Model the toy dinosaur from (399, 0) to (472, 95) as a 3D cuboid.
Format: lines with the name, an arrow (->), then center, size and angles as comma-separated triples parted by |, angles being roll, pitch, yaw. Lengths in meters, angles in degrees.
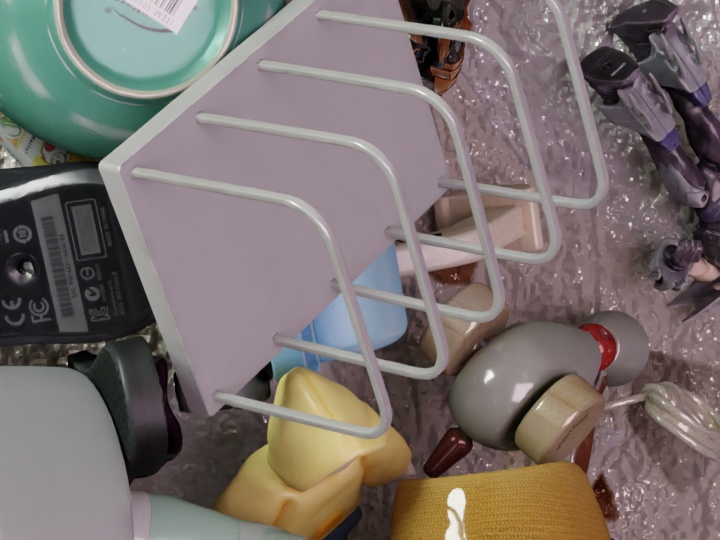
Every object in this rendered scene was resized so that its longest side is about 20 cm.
toy dinosaur -> 0.014, -0.128, 1.397 | 0.200, 0.102, 0.136 | -79, 164, -47

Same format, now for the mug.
mug -> -0.127, -0.123, 1.262 | 0.185, 0.114, 0.152 | -16, 101, -14

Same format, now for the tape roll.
tape roll -> -0.167, 0.144, 1.251 | 0.066, 0.200, 0.201 | 0, 94, -24

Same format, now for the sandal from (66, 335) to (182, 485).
sandal -> -0.106, 0.070, 1.279 | 0.048, 0.200, 0.075 | -10, 88, -15

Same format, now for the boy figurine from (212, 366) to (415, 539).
boy figurine -> -0.021, 0.115, 1.346 | 0.124, 0.200, 0.064 | -24, 62, -26

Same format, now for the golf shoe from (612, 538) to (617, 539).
golf shoe -> 0.071, 0.207, 1.472 | 0.200, 0.073, 0.092 | -18, 127, -24

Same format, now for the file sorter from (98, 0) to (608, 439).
file sorter -> 0.007, -0.037, 1.221 | 0.200, 0.124, 0.139 | -44, 130, -37

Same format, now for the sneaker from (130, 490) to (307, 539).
sneaker -> -0.088, 0.195, 1.314 | 0.118, 0.074, 0.201 | 13, 132, -13

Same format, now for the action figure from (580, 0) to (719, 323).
action figure -> 0.197, -0.053, 1.512 | 0.130, 0.069, 0.200 | -47, 117, -23

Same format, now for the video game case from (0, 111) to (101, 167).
video game case -> -0.142, -0.166, 1.342 | 0.200, 0.023, 0.182 | -49, 114, -17

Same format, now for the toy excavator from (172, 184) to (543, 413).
toy excavator -> 0.000, 0.000, 1.380 | 0.200, 0.194, 0.100 | -8, 98, 0

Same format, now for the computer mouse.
computer mouse -> -0.178, -0.012, 1.287 | 0.200, 0.053, 0.139 | -3, 109, 5

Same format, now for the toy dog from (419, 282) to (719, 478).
toy dog -> 0.092, 0.071, 1.427 | 0.200, 0.132, 0.096 | 18, 119, -49

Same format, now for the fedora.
fedora -> 0.070, 0.139, 1.332 | 0.200, 0.201, 0.082 | 3, 77, -29
